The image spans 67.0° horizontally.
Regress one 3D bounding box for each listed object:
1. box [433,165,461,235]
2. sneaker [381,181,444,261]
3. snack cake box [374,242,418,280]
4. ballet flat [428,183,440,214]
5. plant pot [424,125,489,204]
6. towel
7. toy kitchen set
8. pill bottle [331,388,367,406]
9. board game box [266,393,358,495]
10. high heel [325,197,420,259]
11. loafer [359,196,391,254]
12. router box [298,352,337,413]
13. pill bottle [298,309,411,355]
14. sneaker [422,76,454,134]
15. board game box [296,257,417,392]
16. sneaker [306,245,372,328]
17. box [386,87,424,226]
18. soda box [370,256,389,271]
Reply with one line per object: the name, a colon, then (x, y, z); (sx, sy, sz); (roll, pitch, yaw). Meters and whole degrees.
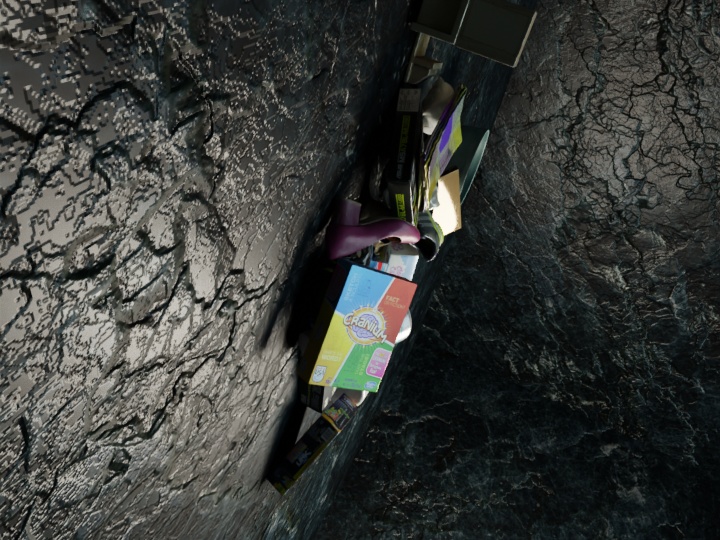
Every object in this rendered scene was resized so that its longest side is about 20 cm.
box: (0.161, -0.140, 1.283); (0.162, 0.021, 0.201); (-24, 141, -6)
sneaker: (0.111, -0.104, 1.121); (0.073, 0.200, 0.082); (-28, -150, 27)
snack cake box: (0.073, -0.006, 1.253); (0.202, 0.066, 0.116); (102, -14, -46)
ballet flat: (0.143, -0.142, 1.194); (0.202, 0.067, 0.069); (88, -14, -49)
plant pot: (0.221, -0.275, 1.362); (0.202, 0.133, 0.201); (-60, 166, -27)
towel: (0.144, -0.211, 0.958); (0.144, 0.022, 0.201); (83, 31, -56)
toy kitchen set: (0.182, -0.372, 0.914); (0.200, 0.178, 0.165); (-45, 157, -60)
pill bottle: (-0.008, 0.241, 1.360); (0.200, 0.113, 0.116); (-46, 156, -59)
board game box: (-0.103, 0.383, 1.215); (0.201, 0.057, 0.165); (-50, 172, 12)
high heel: (0.021, -0.048, 0.903); (0.198, 0.067, 0.098); (15, 85, -37)
loafer: (0.036, -0.076, 1.083); (0.077, 0.067, 0.200); (-64, 167, -11)
router box: (-0.065, 0.181, 1.125); (0.151, 0.061, 0.201); (-56, 164, -37)
pill bottle: (-0.012, 0.109, 0.995); (0.198, 0.111, 0.112); (-21, 143, -28)
sneaker: (0.155, -0.306, 1.043); (0.077, 0.080, 0.200); (-59, -175, 2)
board game box: (-0.004, 0.094, 0.898); (0.152, 0.040, 0.203); (16, 98, -39)
sneaker: (-0.035, 0.005, 0.915); (0.083, 0.070, 0.202); (65, 48, -71)
box: (0.085, -0.185, 0.980); (0.194, 0.047, 0.203); (78, 19, -64)
soda box: (0.000, 0.000, 1.064); (0.065, 0.067, 0.200); (-67, 168, 4)
